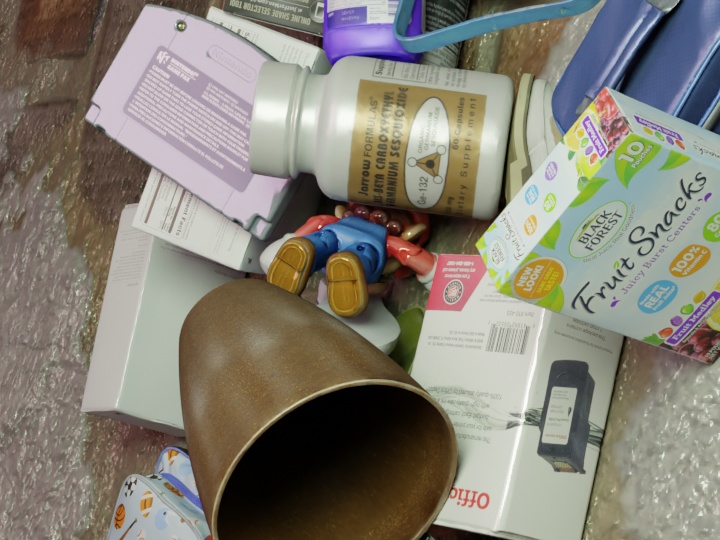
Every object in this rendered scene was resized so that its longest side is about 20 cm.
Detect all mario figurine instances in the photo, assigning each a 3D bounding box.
[{"bbox_3d":[0.000,0.000,1.657,0.106,0.200,0.124,-42,86,26],"label":"mario figurine"}]

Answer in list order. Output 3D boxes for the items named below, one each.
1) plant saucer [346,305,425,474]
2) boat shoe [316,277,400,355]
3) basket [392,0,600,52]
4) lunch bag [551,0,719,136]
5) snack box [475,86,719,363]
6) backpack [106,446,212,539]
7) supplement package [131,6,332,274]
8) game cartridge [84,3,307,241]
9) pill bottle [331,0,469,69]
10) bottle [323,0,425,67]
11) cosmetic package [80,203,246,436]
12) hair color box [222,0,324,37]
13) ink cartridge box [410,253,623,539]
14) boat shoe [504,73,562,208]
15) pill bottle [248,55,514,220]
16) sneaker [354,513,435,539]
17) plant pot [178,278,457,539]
[{"bbox_3d":[0.006,0.121,1.645,0.201,0.031,0.200,-55,11,15],"label":"plant saucer"},{"bbox_3d":[-0.015,0.057,1.661,0.200,0.071,0.066,-120,46,-76],"label":"boat shoe"},{"bbox_3d":[0.114,-0.264,1.605,0.175,0.139,0.202,-10,55,27],"label":"basket"},{"bbox_3d":[0.221,-0.134,1.419,0.201,0.131,0.136,-60,35,16],"label":"lunch bag"},{"bbox_3d":[0.195,-0.024,1.344,0.143,0.199,0.053,-52,39,26],"label":"snack box"},{"bbox_3d":[-0.127,0.260,1.727,0.200,0.153,0.192,37,121,51],"label":"backpack"},{"bbox_3d":[-0.095,-0.108,1.819,0.110,0.156,0.202,22,93,15],"label":"supplement package"},{"bbox_3d":[-0.123,-0.132,1.727,0.199,0.042,0.134,34,93,18],"label":"game cartridge"},{"bbox_3d":[0.028,-0.172,1.740,0.106,0.106,0.202,-3,73,55],"label":"pill bottle"},{"bbox_3d":[0.012,-0.261,1.674,0.083,0.065,0.202,-2,76,10],"label":"bottle"},{"bbox_3d":[-0.180,0.048,1.936,0.081,0.112,0.202,-4,69,56],"label":"cosmetic package"},{"bbox_3d":[-0.057,-0.256,1.825,0.200,0.100,0.062,-78,2,-75],"label":"hair color box"},{"bbox_3d":[0.106,0.095,1.519,0.144,0.084,0.202,2,76,55],"label":"ink cartridge box"},{"bbox_3d":[0.145,-0.077,1.559,0.201,0.068,0.075,-83,-2,-51],"label":"boat shoe"},{"bbox_3d":[0.016,-0.108,1.620,0.114,0.198,0.116,7,-90,-87],"label":"pill bottle"},{"bbox_3d":[0.083,0.259,1.502,0.074,0.089,0.200,-43,59,-4],"label":"sneaker"},{"bbox_3d":[-0.056,0.100,1.497,0.188,0.186,0.200,-59,39,18],"label":"plant pot"}]
